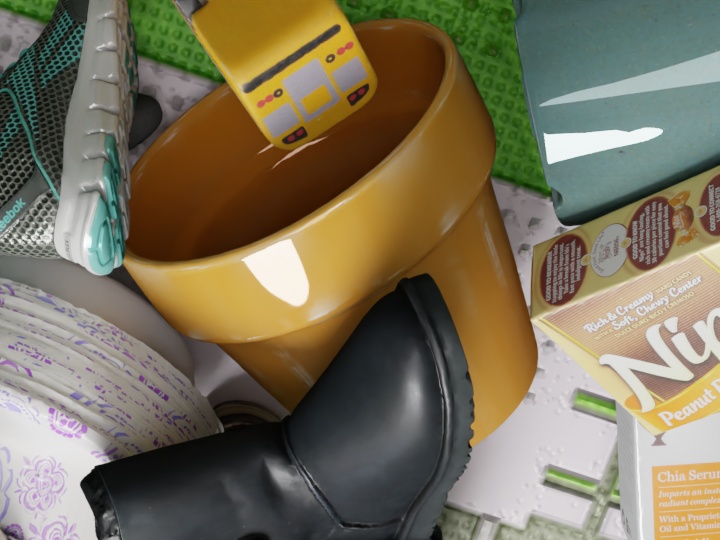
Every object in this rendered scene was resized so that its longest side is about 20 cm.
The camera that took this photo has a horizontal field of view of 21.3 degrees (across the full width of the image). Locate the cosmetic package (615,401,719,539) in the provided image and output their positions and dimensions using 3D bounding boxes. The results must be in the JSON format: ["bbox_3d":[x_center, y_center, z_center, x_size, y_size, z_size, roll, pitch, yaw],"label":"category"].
[{"bbox_3d":[0.196,0.060,1.072,0.101,0.071,0.200,-5,103,0],"label":"cosmetic package"}]

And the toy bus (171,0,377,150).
[{"bbox_3d":[-0.069,-0.154,0.966,0.065,0.200,0.078,-34,140,-1],"label":"toy bus"}]

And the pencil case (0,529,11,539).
[{"bbox_3d":[-0.238,0.153,1.014,0.090,0.078,0.200,-56,144,-21],"label":"pencil case"}]

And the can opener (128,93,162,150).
[{"bbox_3d":[-0.195,-0.057,0.998,0.200,0.066,0.053,-35,125,-30],"label":"can opener"}]

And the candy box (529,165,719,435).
[{"bbox_3d":[0.196,0.003,0.933,0.200,0.055,0.115,-24,131,32],"label":"candy box"}]

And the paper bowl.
[{"bbox_3d":[-0.169,0.065,1.017,0.200,0.201,0.104,27,62,-7],"label":"paper bowl"}]

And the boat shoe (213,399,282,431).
[{"bbox_3d":[-0.098,0.171,1.092,0.074,0.073,0.200,18,103,-5],"label":"boat shoe"}]

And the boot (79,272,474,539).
[{"bbox_3d":[-0.042,0.091,0.888,0.168,0.077,0.200,-13,148,-17],"label":"boot"}]

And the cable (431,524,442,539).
[{"bbox_3d":[-0.016,0.194,1.072,0.163,0.051,0.200,12,113,-44],"label":"cable"}]

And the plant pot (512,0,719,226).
[{"bbox_3d":[0.183,-0.112,0.977,0.196,0.200,0.201,-12,104,10],"label":"plant pot"}]

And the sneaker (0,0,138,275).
[{"bbox_3d":[-0.160,-0.083,0.960,0.091,0.200,0.078,-2,136,1],"label":"sneaker"}]

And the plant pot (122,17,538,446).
[{"bbox_3d":[0.000,0.000,1.004,0.200,0.200,0.183,-29,119,6],"label":"plant pot"}]
